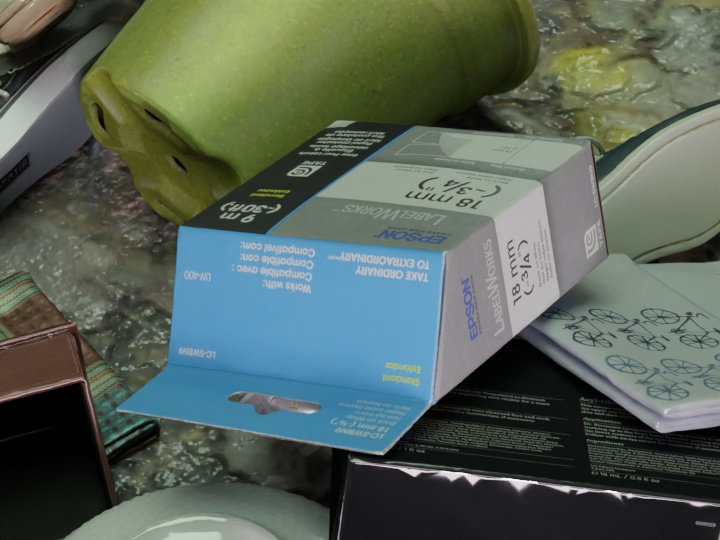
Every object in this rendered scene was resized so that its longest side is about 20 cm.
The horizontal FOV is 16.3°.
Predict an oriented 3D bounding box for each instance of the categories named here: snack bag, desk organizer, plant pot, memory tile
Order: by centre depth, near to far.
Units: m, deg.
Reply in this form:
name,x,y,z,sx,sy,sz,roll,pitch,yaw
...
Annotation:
name,x,y,z,sx,sy,sz,roll,pitch,yaw
desk organizer,-0.216,0.099,1.170,0.200,0.072,0.077,-15,48,-10
snack bag,0.169,0.028,1.173,0.200,0.021,0.189,-2,20,-28
plant pot,-0.041,-0.112,1.320,0.200,0.200,0.184,32,68,32
memory tile,-0.138,-0.173,1.382,0.153,0.200,0.017,-40,95,-3

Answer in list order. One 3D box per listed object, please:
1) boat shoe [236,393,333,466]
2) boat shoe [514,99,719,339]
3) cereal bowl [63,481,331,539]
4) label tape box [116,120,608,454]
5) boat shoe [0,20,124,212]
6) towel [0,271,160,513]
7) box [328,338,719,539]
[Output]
name,x,y,z,sx,sy,sz,roll,pitch,yaw
boat shoe,0.004,0.004,1.254,0.065,0.074,0.202,36,57,-11
boat shoe,0.125,-0.027,1.281,0.200,0.075,0.062,-40,32,-12
cereal bowl,-0.068,0.167,1.105,0.200,0.083,0.200,-3,45,3
label tape box,0.000,0.000,1.118,0.144,0.063,0.200,6,27,33
boat shoe,-0.203,-0.076,1.367,0.068,0.074,0.199,34,66,16
towel,-0.219,0.083,1.248,0.200,0.022,0.147,-29,50,-21
box,0.089,0.094,1.109,0.200,0.079,0.141,7,26,-2
